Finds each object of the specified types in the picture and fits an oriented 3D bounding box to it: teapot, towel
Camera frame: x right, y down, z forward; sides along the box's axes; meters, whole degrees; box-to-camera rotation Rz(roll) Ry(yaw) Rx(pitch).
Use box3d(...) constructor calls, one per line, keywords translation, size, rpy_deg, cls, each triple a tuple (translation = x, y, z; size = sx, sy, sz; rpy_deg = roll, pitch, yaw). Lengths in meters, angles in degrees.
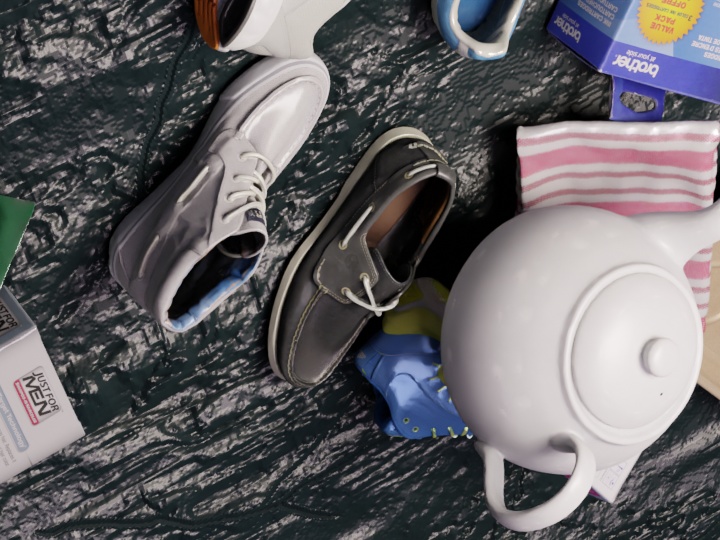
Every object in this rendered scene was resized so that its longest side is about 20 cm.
box3d(translation=(0.158, 0.055, 1.736), size=(0.196, 0.146, 0.201), rpy_deg=(-12, 104, -30), cls="teapot")
box3d(translation=(0.183, -0.026, 1.844), size=(0.145, 0.030, 0.201), rpy_deg=(-3, 132, 0), cls="towel")

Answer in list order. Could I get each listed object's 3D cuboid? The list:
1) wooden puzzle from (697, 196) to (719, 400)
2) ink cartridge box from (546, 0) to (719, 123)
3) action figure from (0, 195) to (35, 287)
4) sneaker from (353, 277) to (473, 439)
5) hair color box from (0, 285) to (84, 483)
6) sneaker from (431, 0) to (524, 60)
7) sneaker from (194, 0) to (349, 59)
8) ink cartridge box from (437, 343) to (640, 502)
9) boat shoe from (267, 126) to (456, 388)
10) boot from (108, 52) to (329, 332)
box3d(translation=(0.306, -0.003, 1.984), size=(0.185, 0.046, 0.200), rpy_deg=(34, 93, -42), cls="wooden puzzle")
box3d(translation=(0.221, -0.199, 1.785), size=(0.136, 0.076, 0.201), rpy_deg=(10, 114, -36), cls="ink cartridge box")
box3d(translation=(-0.274, 0.045, 1.594), size=(0.117, 0.055, 0.201), rpy_deg=(10, 91, -17), cls="action figure")
box3d(translation=(0.069, 0.092, 1.879), size=(0.105, 0.076, 0.200), rpy_deg=(-40, 120, 9), cls="sneaker")
box3d(translation=(-0.290, 0.106, 1.665), size=(0.199, 0.061, 0.099), rpy_deg=(-30, 129, -12), cls="hair color box")
box3d(translation=(0.095, -0.233, 1.685), size=(0.071, 0.072, 0.201), rpy_deg=(-5, 119, -28), cls="sneaker")
box3d(translation=(-0.024, -0.221, 1.627), size=(0.092, 0.076, 0.200), rpy_deg=(13, 118, -45), cls="sneaker")
box3d(translation=(0.139, 0.062, 1.833), size=(0.200, 0.042, 0.120), rpy_deg=(41, 76, -32), cls="ink cartridge box")
box3d(translation=(0.000, 0.000, 1.777), size=(0.072, 0.068, 0.201), rpy_deg=(19, 109, -40), cls="boat shoe")
box3d(translation=(-0.076, -0.048, 1.678), size=(0.200, 0.096, 0.073), rpy_deg=(-50, 131, 5), cls="boot")
